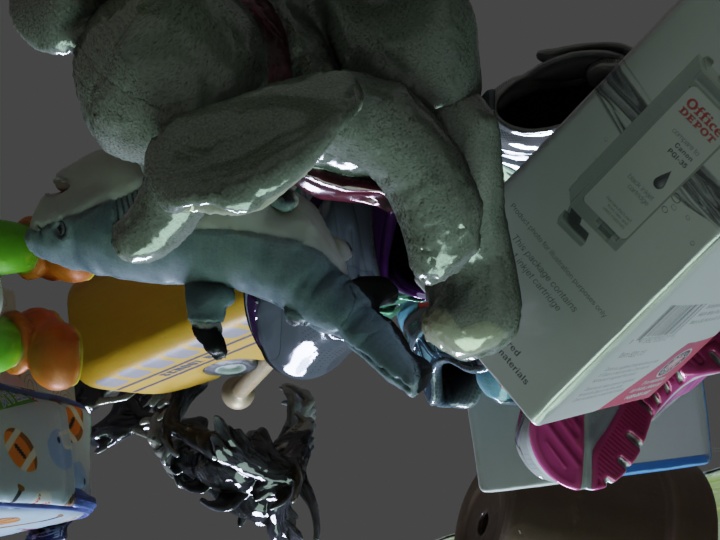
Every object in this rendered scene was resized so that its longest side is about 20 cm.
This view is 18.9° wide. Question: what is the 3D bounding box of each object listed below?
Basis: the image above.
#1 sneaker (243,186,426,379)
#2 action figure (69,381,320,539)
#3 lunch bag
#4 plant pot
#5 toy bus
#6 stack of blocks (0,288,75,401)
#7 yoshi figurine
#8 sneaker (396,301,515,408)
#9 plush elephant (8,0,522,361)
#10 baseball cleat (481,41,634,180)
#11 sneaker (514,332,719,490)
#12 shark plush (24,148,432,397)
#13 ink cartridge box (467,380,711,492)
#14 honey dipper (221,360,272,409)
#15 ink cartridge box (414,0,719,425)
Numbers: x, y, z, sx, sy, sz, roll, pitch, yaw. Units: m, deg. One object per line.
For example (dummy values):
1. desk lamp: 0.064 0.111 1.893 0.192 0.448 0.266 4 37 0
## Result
1. sneaker: 0.000 0.000 0.995 0.074 0.088 0.201 3 137 -22
2. action figure: -0.083 0.087 1.263 0.199 0.102 0.119 18 155 40
3. lunch bag: -0.247 0.110 1.170 0.159 0.076 0.199 -16 160 31
4. plant pot: 0.175 0.234 1.818 0.173 0.202 0.200 17 156 -17
5. toy bus: -0.064 0.009 1.143 0.078 0.066 0.199 11 155 -43
6. stack of blocks: -0.242 0.051 1.206 0.114 0.059 0.200 -17 161 26
7. yoshi figurine: -0.222 0.012 1.031 0.199 0.113 0.112 4 144 -28
8. sneaker: 0.094 0.025 1.209 0.079 0.096 0.200 3 160 -28
9. plush elephant: -0.036 -0.060 0.783 0.154 0.165 0.201 -17 137 -18
10. baseball cleat: 0.146 -0.062 0.998 0.198 0.070 0.107 -5 163 -13
11. sneaker: 0.156 0.049 1.256 0.200 0.082 0.088 -39 -175 -21
12. shark plush: -0.052 0.001 0.962 0.199 0.084 0.091 31 176 9
13. ink cartridge box: 0.145 0.090 1.395 0.145 0.085 0.200 -9 176 6
14. honey dipper: -0.058 0.057 1.357 0.038 0.038 0.200 -3 165 -14
15. ink cartridge box: 0.138 -0.036 0.882 0.200 0.083 0.146 -46 162 20
